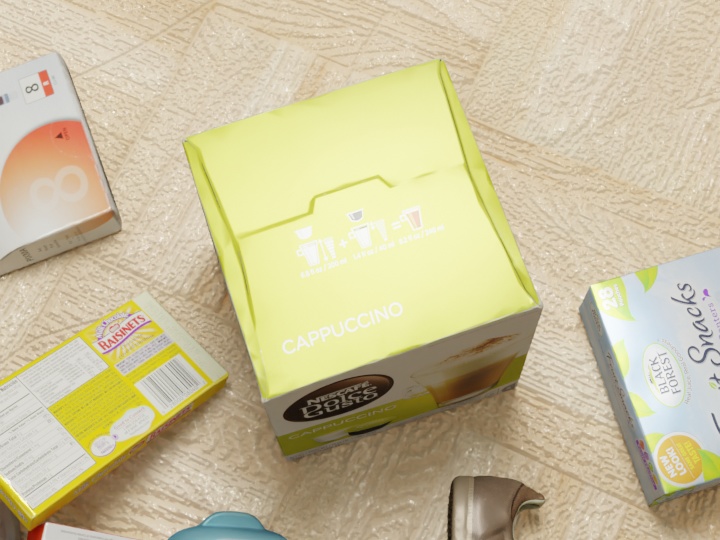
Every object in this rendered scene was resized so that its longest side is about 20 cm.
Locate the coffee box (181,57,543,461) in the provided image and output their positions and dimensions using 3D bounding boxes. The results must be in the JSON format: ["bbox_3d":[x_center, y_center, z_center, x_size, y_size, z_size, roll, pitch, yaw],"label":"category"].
[{"bbox_3d":[0.000,0.000,0.886,0.197,0.198,0.202,-18,70,-5],"label":"coffee box"}]

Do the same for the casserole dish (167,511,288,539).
[{"bbox_3d":[-0.088,0.271,0.844,0.120,0.039,0.203,10,70,-28],"label":"casserole dish"}]

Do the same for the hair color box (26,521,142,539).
[{"bbox_3d":[-0.195,0.289,0.838,0.110,0.064,0.203,16,67,-22],"label":"hair color box"}]

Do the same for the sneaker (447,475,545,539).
[{"bbox_3d":[0.100,0.248,0.862,0.074,0.071,0.203,1,71,1],"label":"sneaker"}]

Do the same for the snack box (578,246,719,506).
[{"bbox_3d":[0.290,0.070,0.925,0.197,0.068,0.171,-17,71,-3],"label":"snack box"}]

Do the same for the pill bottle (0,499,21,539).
[{"bbox_3d":[-0.356,0.205,0.866,0.197,0.111,0.112,-5,70,-1],"label":"pill bottle"}]

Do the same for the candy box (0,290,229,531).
[{"bbox_3d":[-0.201,0.099,0.899,0.102,0.027,0.199,41,47,16],"label":"candy box"}]

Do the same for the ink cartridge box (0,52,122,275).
[{"bbox_3d":[-0.317,-0.077,1.001,0.197,0.050,0.164,-21,71,-10],"label":"ink cartridge box"}]
